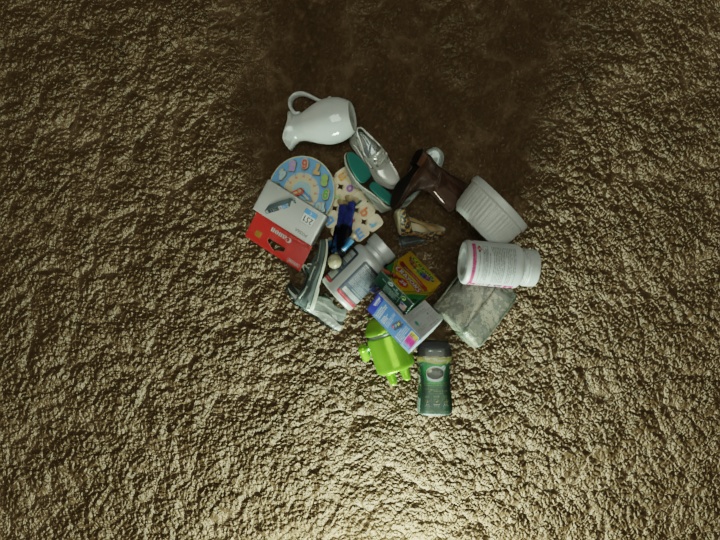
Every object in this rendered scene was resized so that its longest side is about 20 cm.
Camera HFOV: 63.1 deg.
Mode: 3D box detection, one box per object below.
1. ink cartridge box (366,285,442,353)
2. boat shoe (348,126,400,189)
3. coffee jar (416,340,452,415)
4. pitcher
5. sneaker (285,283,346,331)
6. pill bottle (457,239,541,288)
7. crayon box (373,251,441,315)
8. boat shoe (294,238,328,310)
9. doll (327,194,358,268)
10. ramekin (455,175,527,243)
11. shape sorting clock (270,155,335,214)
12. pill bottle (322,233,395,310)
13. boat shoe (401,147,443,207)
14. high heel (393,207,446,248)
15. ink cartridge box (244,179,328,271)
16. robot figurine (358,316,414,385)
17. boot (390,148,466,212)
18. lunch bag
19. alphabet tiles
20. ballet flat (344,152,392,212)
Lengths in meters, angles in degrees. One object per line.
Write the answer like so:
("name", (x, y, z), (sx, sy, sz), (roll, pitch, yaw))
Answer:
("ink cartridge box", (0.110, 0.106, 1.592), (0.200, 0.136, 0.077), (47, 127, 11))
("boat shoe", (0.043, -0.317, 1.652), (0.071, 0.069, 0.201), (-42, 92, -17))
("coffee jar", (0.210, 0.302, 1.663), (0.101, 0.085, 0.206), (0, 92, 3))
("pitcher", (-0.115, -0.433, 1.634), (0.194, 0.121, 0.177), (-7, 76, 16))
("sneaker", (-0.127, 0.093, 1.671), (0.198, 0.074, 0.080), (33, 79, -6))
("pill bottle", (0.361, -0.014, 1.531), (0.194, 0.113, 0.117), (5, 91, -5))
("crayon box", (0.137, 0.026, 1.596), (0.127, 0.199, 0.051), (45, 127, 11))
("boat shoe", (-0.133, 0.005, 1.616), (0.060, 0.073, 0.206), (14, 81, -6))
("doll", (-0.054, -0.101, 1.624), (0.048, 0.135, 0.205), (22, 69, -32))
("ramekin", (0.350, -0.152, 1.604), (0.200, 0.200, 0.105), (45, 99, -1))
("shape sorting clock", (-0.169, -0.225, 1.666), (0.194, 0.039, 0.206), (0, 90, 7))
("pill bottle", (0.000, 0.000, 1.639), (0.200, 0.120, 0.120), (-44, 91, 1))
("boat shoe", (0.166, -0.264, 1.661), (0.074, 0.065, 0.202), (43, 90, -2))
("high heel", (0.166, -0.134, 1.608), (0.139, 0.201, 0.073), (-15, 64, 2))
("ink cartridge box", (-0.213, -0.125, 1.637), (0.197, 0.045, 0.179), (31, 97, 7))
("robot figurine", (0.082, 0.214, 1.645), (0.171, 0.116, 0.205), (-19, 91, -1))
("boot", (0.195, -0.207, 1.628), (0.198, 0.064, 0.189), (33, 88, -30))
("lunch bag", (0.314, 0.087, 1.632), (0.167, 0.139, 0.201), (40, 88, 2))
("alphabet tiles", (-0.024, -0.190, 1.687), (0.194, 0.015, 0.202), (-35, 91, 0))
("ballet flat", (0.014, -0.240, 1.648), (0.069, 0.069, 0.200), (-43, 90, 1))
